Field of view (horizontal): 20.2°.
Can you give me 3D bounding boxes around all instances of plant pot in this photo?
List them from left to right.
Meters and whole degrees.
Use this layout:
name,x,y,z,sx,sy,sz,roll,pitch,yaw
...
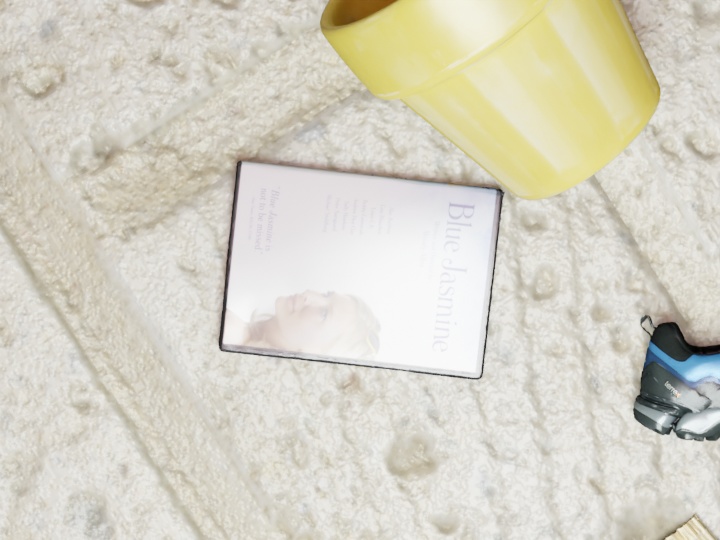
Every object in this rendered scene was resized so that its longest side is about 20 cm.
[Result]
name,x,y,z,sx,sy,sz,roll,pitch,yaw
plant pot,0.105,-0.161,1.406,0.201,0.201,0.189,-40,109,3

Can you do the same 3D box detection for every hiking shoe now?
name,x,y,z,sx,sy,sz,roll,pitch,yaw
hiking shoe,0.301,0.084,1.469,0.199,0.074,0.087,5,95,0

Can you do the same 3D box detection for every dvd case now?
name,x,y,z,sx,sy,sz,roll,pitch,yaw
dvd case,0.000,0.000,1.496,0.199,0.018,0.143,6,93,0

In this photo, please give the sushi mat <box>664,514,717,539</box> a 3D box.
name,x,y,z,sx,sy,sz,roll,pitch,yaw
sushi mat,0.278,0.287,1.514,0.096,0.012,0.200,-41,92,5
